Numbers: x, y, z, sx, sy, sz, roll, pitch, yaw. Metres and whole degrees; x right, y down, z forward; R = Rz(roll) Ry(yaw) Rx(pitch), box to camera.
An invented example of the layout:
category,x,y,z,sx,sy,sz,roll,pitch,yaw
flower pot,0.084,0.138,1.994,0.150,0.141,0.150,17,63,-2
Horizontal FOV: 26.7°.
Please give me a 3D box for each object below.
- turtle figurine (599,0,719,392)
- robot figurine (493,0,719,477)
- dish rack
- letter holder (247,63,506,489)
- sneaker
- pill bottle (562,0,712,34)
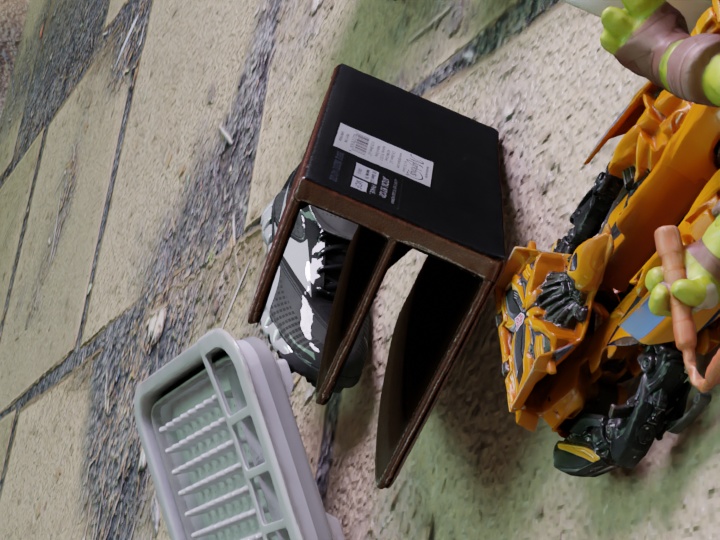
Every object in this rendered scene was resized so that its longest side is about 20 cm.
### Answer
category,x,y,z,sx,sy,sz,roll,pitch,yaw
turtle figurine,0.144,-0.072,0.483,0.162,0.064,0.201,-111,38,-55
robot figurine,0.117,-0.008,0.626,0.200,0.058,0.146,-54,27,38
dish rack,-0.075,0.131,0.941,0.200,0.043,0.173,-32,75,58
letter holder,0.000,0.000,0.778,0.200,0.100,0.143,-80,12,-68
sneaker,-0.022,-0.013,0.955,0.201,0.066,0.091,-100,31,-52
pill bottle,0.139,-0.204,0.640,0.201,0.116,0.116,-67,23,15
